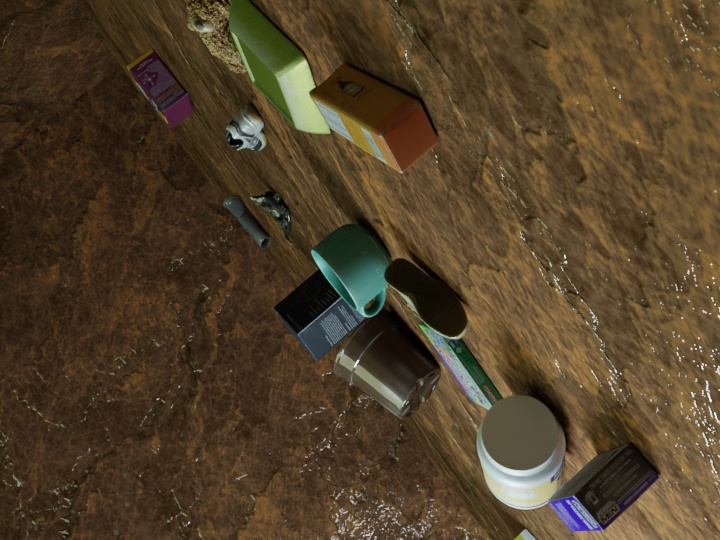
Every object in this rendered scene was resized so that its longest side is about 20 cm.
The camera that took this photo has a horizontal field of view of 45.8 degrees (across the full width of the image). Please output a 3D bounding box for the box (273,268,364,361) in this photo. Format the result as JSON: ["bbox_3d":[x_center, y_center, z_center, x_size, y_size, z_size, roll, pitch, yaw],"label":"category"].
[{"bbox_3d":[-0.120,0.124,2.494,0.125,0.196,0.200,57,170,-33],"label":"box"}]

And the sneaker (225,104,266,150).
[{"bbox_3d":[-0.269,-0.312,1.946,0.076,0.087,0.200,48,172,8],"label":"sneaker"}]

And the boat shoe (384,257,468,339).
[{"bbox_3d":[0.122,0.052,1.469,0.200,0.074,0.066,47,-177,38],"label":"boat shoe"}]

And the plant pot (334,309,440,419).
[{"bbox_3d":[0.074,0.232,2.027,0.197,0.200,0.201,38,166,24],"label":"plant pot"}]

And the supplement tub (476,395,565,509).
[{"bbox_3d":[0.269,0.302,1.417,0.146,0.145,0.201,46,169,30],"label":"supplement tub"}]

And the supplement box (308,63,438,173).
[{"bbox_3d":[0.012,-0.195,1.069,0.200,0.066,0.069,43,170,49],"label":"supplement box"}]

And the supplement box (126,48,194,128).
[{"bbox_3d":[-0.630,-0.573,2.686,0.201,0.103,0.131,50,169,11],"label":"supplement box"}]

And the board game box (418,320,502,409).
[{"bbox_3d":[0.199,0.184,1.677,0.201,0.029,0.134,54,170,-10],"label":"board game box"}]

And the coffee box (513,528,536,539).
[{"bbox_3d":[0.491,0.918,2.454,0.200,0.197,0.201,41,166,48],"label":"coffee box"}]

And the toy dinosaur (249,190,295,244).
[{"bbox_3d":[-0.228,-0.162,2.407,0.200,0.077,0.102,46,-178,7],"label":"toy dinosaur"}]

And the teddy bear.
[{"bbox_3d":[-0.263,-0.427,1.545,0.145,0.067,0.200,50,171,0],"label":"teddy bear"}]

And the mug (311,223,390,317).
[{"bbox_3d":[-0.007,-0.009,1.703,0.152,0.114,0.186,48,170,22],"label":"mug"}]

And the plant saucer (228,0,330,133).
[{"bbox_3d":[-0.141,-0.325,1.388,0.200,0.048,0.201,48,169,27],"label":"plant saucer"}]

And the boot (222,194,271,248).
[{"bbox_3d":[-0.434,-0.185,3.276,0.201,0.072,0.182,56,-174,18],"label":"boot"}]

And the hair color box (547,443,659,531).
[{"bbox_3d":[0.341,0.314,1.217,0.065,0.109,0.200,48,171,16],"label":"hair color box"}]
